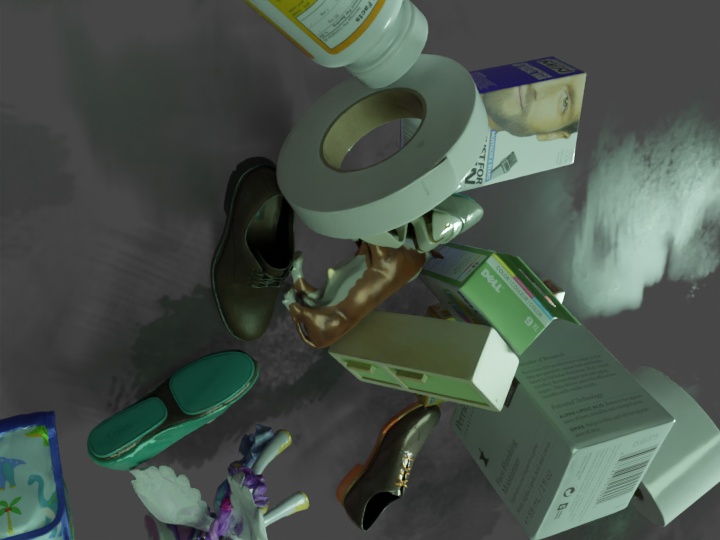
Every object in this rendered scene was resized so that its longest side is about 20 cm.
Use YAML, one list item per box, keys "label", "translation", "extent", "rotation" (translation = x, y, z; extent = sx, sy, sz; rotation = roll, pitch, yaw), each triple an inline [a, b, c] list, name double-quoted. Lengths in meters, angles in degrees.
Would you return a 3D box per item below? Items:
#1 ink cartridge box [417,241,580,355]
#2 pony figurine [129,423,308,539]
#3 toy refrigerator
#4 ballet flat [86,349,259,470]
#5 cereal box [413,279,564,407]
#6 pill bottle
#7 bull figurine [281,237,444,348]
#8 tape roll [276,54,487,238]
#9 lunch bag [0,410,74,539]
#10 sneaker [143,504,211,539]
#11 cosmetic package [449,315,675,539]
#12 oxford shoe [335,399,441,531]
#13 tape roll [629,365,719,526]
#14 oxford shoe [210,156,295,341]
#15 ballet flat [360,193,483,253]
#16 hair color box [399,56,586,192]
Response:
- label: "ink cartridge box"
  translation: [0.143, 0.030, 0.861]
  extent: [0.059, 0.200, 0.104]
  rotation: [-45, 104, -6]
- label: "pony figurine"
  translation: [-0.143, 0.268, 0.880]
  extent: [0.200, 0.165, 0.195]
  rotation: [-48, 134, -50]
- label: "toy refrigerator"
  translation: [0.065, 0.098, 0.872]
  extent: [0.076, 0.198, 0.070]
  rotation: [46, 61, -42]
- label: "ballet flat"
  translation: [-0.199, 0.152, 0.856]
  extent: [0.199, 0.068, 0.071]
  rotation: [-29, 154, -11]
- label: "cereal box"
  translation: [0.170, 0.096, 1.042]
  extent: [0.198, 0.040, 0.145]
  rotation: [-11, 126, -24]
- label: "pill bottle"
  translation: [-0.033, -0.243, 0.657]
  extent: [0.199, 0.111, 0.111]
  rotation: [32, 101, -40]
- label: "bull figurine"
  translation: [0.000, 0.000, 0.866]
  extent: [0.200, 0.065, 0.122]
  rotation: [-45, 125, -4]
- label: "tape roll"
  translation: [0.017, -0.116, 0.709]
  extent: [0.202, 0.203, 0.037]
  rotation: [-38, 132, -3]
- label: "lunch bag"
  translation: [-0.374, 0.242, 0.770]
  extent: [0.168, 0.127, 0.202]
  rotation: [-8, 110, -23]
- label: "sneaker"
  translation: [-0.206, 0.367, 0.976]
  extent: [0.088, 0.080, 0.202]
  rotation: [-20, 127, -28]
- label: "cosmetic package"
  translation: [0.244, 0.191, 0.990]
  extent: [0.163, 0.200, 0.166]
  rotation: [-8, 128, -27]
- label: "oxford shoe"
  translation: [0.051, 0.262, 1.057]
  extent: [0.071, 0.073, 0.201]
  rotation: [28, 103, -39]
- label: "tape roll"
  translation: [0.449, 0.269, 1.212]
  extent: [0.139, 0.203, 0.203]
  rotation: [-35, 131, -4]
- label: "oxford shoe"
  translation: [-0.105, -0.004, 0.789]
  extent: [0.072, 0.084, 0.202]
  rotation: [-9, 125, -27]
- label: "ballet flat"
  translation: [0.047, -0.048, 0.792]
  extent: [0.198, 0.064, 0.067]
  rotation: [9, 145, -32]
- label: "hair color box"
  translation: [0.142, -0.156, 0.849]
  extent: [0.198, 0.065, 0.110]
  rotation: [-17, 126, -22]
